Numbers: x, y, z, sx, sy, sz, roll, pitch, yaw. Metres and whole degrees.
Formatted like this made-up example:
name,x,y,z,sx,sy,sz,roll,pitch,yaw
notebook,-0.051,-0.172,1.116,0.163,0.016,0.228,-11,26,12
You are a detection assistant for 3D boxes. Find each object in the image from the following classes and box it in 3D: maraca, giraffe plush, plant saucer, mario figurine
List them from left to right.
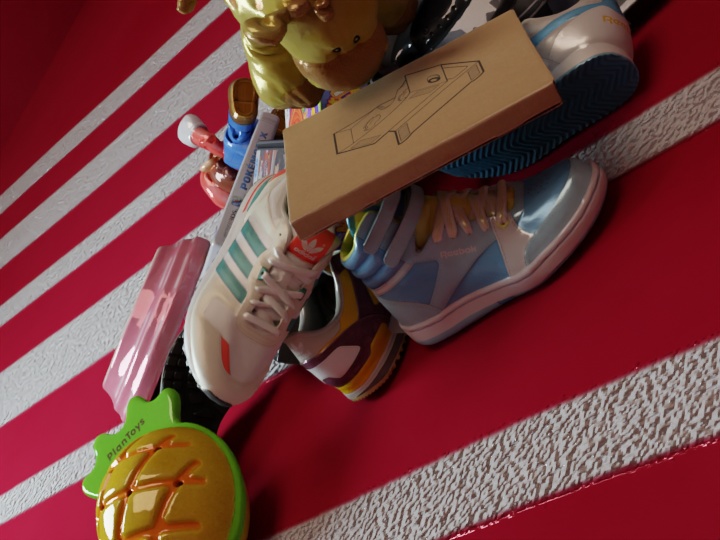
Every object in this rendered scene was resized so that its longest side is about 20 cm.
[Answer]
name,x,y,z,sx,sy,sz,roll,pitch,yaw
plant saucer,-0.209,0.055,1.392,0.200,0.050,0.202,-157,89,-82
maraca,-0.157,0.178,1.091,0.137,0.107,0.200,-45,46,2
mario figurine,-0.122,-0.147,1.496,0.106,0.124,0.200,-32,-8,-28
giraffe plush,-0.031,-0.201,1.042,0.173,0.199,0.162,-52,32,4

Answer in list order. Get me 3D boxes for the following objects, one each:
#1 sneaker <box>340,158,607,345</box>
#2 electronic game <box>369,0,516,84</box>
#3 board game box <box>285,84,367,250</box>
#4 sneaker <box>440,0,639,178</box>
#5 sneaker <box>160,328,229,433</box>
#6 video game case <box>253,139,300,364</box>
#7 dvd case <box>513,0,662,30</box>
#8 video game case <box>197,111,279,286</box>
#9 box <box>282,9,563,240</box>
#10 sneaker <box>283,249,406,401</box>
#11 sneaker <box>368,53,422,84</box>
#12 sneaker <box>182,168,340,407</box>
name,x,y,z,sx,sy,sz,roll,pitch,yaw
sneaker,0.065,-0.037,0.964,0.200,0.130,0.080,-38,25,31
electronic game,0.073,-0.210,1.133,0.200,0.041,0.201,-45,25,28
board game box,-0.030,-0.119,1.223,0.135,0.044,0.202,119,151,-59
sneaker,0.122,-0.137,1.056,0.199,0.076,0.082,-25,48,33
sneaker,-0.155,0.123,1.208,0.087,0.075,0.202,-13,57,69
video game case,-0.072,-0.023,1.209,0.200,0.025,0.183,-162,79,-75
dvd case,0.152,-0.211,1.120,0.200,0.025,0.151,-44,45,23
video game case,-0.135,-0.031,1.389,0.201,0.022,0.184,116,172,-49
box,0.036,-0.108,0.977,0.198,0.021,0.164,-28,27,9
sneaker,0.000,0.000,1.090,0.075,0.090,0.201,-32,31,41
sneaker,0.062,-0.191,1.240,0.200,0.090,0.079,-44,22,22
sneaker,-0.065,0.001,1.015,0.093,0.070,0.201,-26,38,52
